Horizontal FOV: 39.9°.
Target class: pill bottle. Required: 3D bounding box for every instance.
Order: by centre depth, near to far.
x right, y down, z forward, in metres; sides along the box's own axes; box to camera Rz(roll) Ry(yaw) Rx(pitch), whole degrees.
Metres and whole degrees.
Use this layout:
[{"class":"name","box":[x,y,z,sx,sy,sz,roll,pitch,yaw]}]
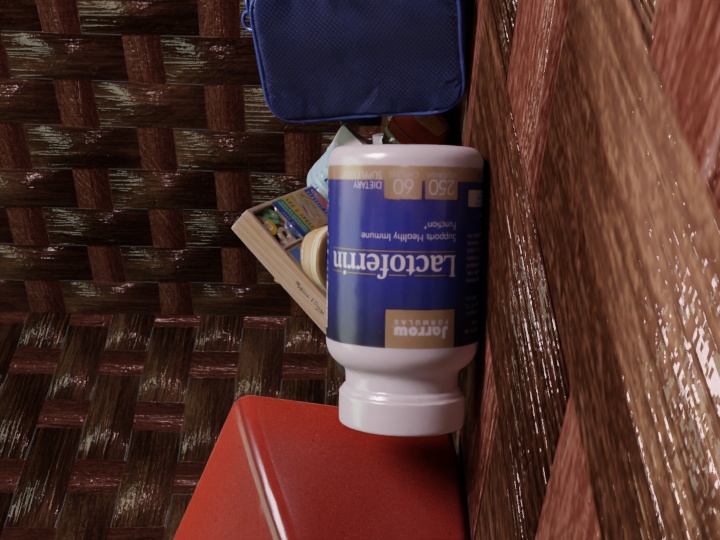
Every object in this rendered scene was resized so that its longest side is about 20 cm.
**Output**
[{"class":"pill bottle","box":[0.032,0.012,0.725,0.116,0.114,0.203,-99,10,-85]}]

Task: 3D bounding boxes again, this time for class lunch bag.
[{"class":"lunch bag","box":[-0.007,-0.218,0.848,0.133,0.197,0.137,-86,-7,-49]}]

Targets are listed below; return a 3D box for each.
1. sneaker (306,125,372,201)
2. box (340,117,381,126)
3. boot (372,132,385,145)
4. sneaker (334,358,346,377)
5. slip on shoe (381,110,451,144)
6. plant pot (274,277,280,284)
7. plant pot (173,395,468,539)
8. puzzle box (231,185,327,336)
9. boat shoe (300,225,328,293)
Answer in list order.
[{"class":"sneaker","box":[-0.014,-0.086,0.969,0.082,0.073,0.200,-56,5,-1]},{"class":"box","box":[0.000,-0.271,0.995,0.160,0.045,0.202,-92,2,-53]},{"class":"boot","box":[0.056,-0.116,1.176,0.200,0.072,0.097,-38,-57,-80]},{"class":"sneaker","box":[0.000,0.000,1.012,0.115,0.075,0.202,102,167,-66]},{"class":"slip on shoe","box":[0.062,-0.156,0.974,0.061,0.074,0.200,-51,10,21]},{"class":"plant pot","box":[-0.004,-0.045,1.405,0.200,0.197,0.186,177,109,-89]},{"class":"plant pot","box":[-0.024,0.242,0.782,0.201,0.198,0.177,-64,29,28]},{"class":"puzzle box","box":[-0.012,0.013,0.888,0.025,0.200,0.133,-45,-6,26]},{"class":"boat shoe","box":[0.006,-0.004,0.838,0.199,0.066,0.075,10,-92,-55]}]
